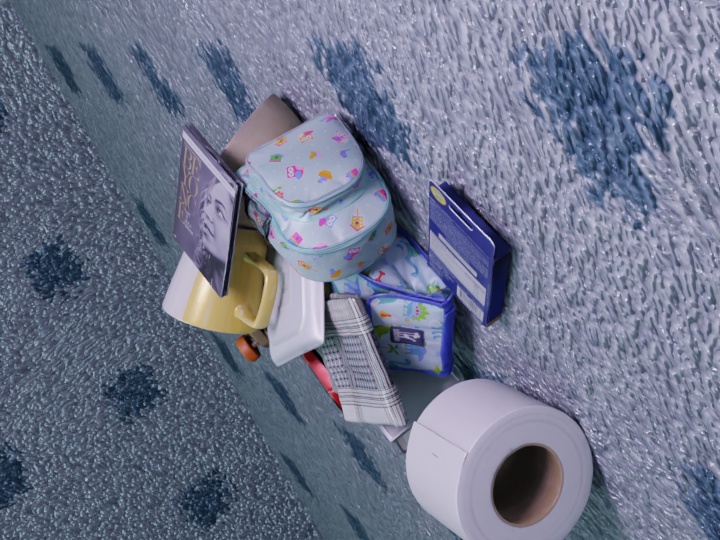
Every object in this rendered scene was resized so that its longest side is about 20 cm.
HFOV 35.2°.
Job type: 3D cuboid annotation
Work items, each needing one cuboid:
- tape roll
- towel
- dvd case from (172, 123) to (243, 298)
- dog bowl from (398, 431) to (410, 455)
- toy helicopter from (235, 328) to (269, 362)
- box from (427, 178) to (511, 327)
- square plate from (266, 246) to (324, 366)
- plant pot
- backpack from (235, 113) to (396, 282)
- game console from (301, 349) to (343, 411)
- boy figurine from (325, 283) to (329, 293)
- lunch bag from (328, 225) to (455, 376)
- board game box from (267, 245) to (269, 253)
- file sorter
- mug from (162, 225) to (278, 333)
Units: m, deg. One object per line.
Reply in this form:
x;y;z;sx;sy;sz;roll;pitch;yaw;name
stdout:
0.177;0.253;1.454;0.203;0.202;0.139;63;163;-21;tape roll
-0.016;0.124;1.585;0.200;0.034;0.193;-5;108;67;towel
-0.215;-0.082;1.581;0.149;0.016;0.201;48;140;34;dvd case
0.122;0.296;1.955;0.200;0.059;0.200;50;164;21;dog bowl
-0.205;0.045;1.860;0.200;0.079;0.132;50;-172;-27;toy helicopter
0.128;-0.025;1.364;0.121;0.032;0.200;49;164;25;box
-0.100;0.027;1.652;0.200;0.028;0.199;149;121;-62;square plate
-0.133;-0.139;1.670;0.134;0.201;0.200;36;164;-3;plant pot
-0.051;-0.092;1.495;0.200;0.175;0.153;54;164;25;backpack
-0.055;0.160;1.832;0.177;0.031;0.200;54;178;18;game console
-0.071;0.033;1.844;0.124;0.065;0.200;18;162;-21;boy figurine
0.050;0.045;1.581;0.200;0.127;0.170;33;150;29;lunch bag
-0.161;-0.123;1.807;0.095;0.030;0.201;-16;75;34;board game box
0.051;0.161;1.743;0.200;0.139;0.125;49;174;26;file sorter
-0.192;0.004;1.711;0.186;0.154;0.149;18;-169;14;mug
